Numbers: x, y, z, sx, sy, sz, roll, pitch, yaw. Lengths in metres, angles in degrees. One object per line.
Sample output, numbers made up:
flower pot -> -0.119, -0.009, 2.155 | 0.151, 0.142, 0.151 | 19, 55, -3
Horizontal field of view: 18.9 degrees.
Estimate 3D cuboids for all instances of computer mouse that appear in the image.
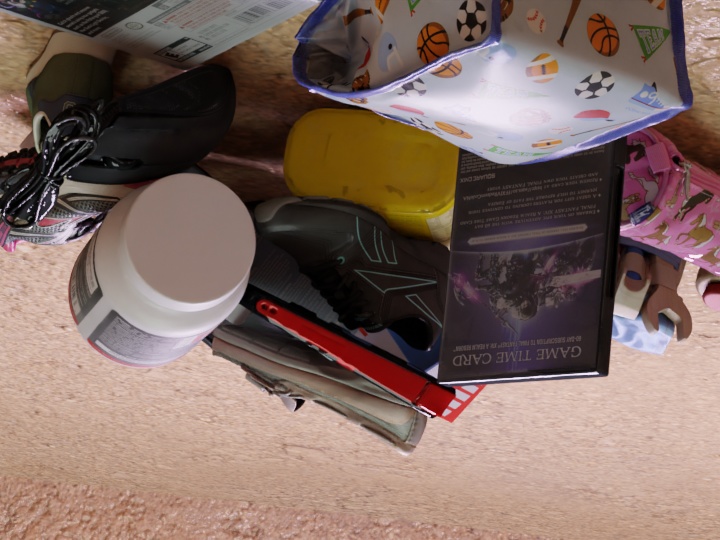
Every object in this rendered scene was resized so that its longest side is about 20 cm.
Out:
computer mouse -> -0.158, -0.088, 1.557 | 0.200, 0.053, 0.139 | -28, 167, -42

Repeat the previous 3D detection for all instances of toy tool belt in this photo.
toy tool belt -> 0.217, 0.021, 1.774 | 0.199, 0.123, 0.125 | 18, 149, 4

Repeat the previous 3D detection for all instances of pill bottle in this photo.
pill bottle -> -0.145, 0.000, 1.598 | 0.115, 0.116, 0.200 | 11, 165, -14

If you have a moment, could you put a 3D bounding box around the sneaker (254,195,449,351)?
sneaker -> 0.000, 0.000, 1.635 | 0.200, 0.080, 0.075 | 23, 160, -38

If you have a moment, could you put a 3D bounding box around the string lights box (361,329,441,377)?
string lights box -> 0.103, 0.041, 1.893 | 0.200, 0.059, 0.103 | -34, 162, -3

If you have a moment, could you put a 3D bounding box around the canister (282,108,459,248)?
canister -> 0.023, -0.058, 1.721 | 0.148, 0.087, 0.200 | 7, 166, 10

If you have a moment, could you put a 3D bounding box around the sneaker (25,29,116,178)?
sneaker -> -0.224, -0.111, 1.644 | 0.067, 0.090, 0.200 | 9, 165, -11

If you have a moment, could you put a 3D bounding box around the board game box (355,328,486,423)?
board game box -> 0.075, 0.051, 2.008 | 0.046, 0.152, 0.200 | 48, -168, 34

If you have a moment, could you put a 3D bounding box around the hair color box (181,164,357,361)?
hair color box -> -0.091, -0.015, 1.800 | 0.200, 0.061, 0.099 | 38, -179, -20

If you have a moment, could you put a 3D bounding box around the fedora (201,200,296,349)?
fedora -> -0.087, -0.001, 1.929 | 0.200, 0.201, 0.092 | 19, 129, -38

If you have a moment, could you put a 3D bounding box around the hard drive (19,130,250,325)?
hard drive -> -0.186, -0.036, 1.815 | 0.200, 0.027, 0.132 | 39, 180, 26

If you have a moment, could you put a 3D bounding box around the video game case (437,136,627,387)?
video game case -> 0.121, -0.020, 1.533 | 0.143, 0.201, 0.019 | -7, 162, 41

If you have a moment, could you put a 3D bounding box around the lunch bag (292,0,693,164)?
lunch bag -> 0.077, -0.140, 1.343 | 0.170, 0.124, 0.200 | 16, 155, -33

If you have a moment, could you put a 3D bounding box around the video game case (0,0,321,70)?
video game case -> -0.149, -0.191, 1.452 | 0.181, 0.023, 0.200 | 15, 164, -29

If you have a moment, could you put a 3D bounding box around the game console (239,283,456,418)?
game console -> -0.023, 0.051, 1.669 | 0.177, 0.031, 0.200 | 32, 177, -15

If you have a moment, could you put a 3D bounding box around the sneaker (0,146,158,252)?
sneaker -> -0.221, -0.059, 1.722 | 0.199, 0.075, 0.081 | -2, -157, 38

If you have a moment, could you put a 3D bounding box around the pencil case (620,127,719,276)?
pencil case -> 0.245, -0.050, 1.646 | 0.086, 0.083, 0.200 | 37, -169, 38

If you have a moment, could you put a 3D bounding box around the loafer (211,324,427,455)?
loafer -> -0.038, 0.100, 1.821 | 0.199, 0.063, 0.072 | 17, -170, 15
